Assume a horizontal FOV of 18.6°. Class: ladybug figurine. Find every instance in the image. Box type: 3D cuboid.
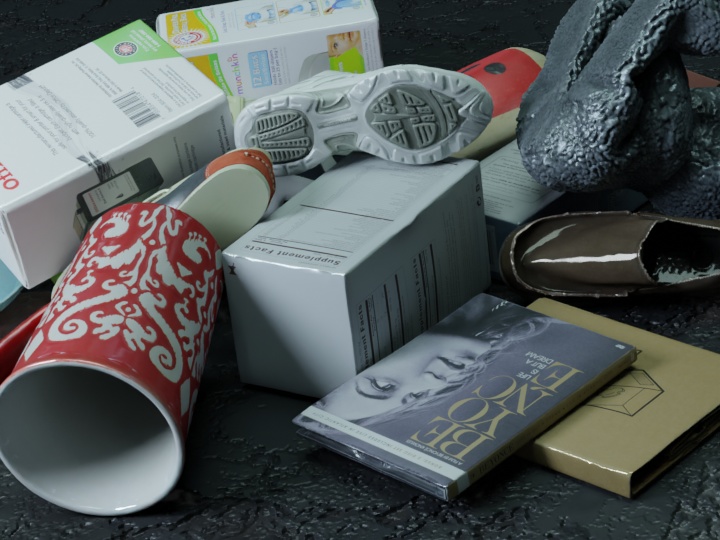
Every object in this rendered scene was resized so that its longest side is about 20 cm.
[{"bbox_3d":[0.095,-0.134,1.882,0.199,0.072,0.135,-30,11,-29],"label":"ladybug figurine"}]

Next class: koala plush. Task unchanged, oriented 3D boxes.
[{"bbox_3d":[0.237,-0.099,1.684,0.185,0.200,0.177,-58,21,-13],"label":"koala plush"}]

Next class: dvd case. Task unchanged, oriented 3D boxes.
[{"bbox_3d":[0.073,0.082,1.523,0.148,0.016,0.199,20,41,42],"label":"dvd case"}]

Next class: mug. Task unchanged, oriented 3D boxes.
[{"bbox_3d":[-0.185,0.048,1.524,0.176,0.134,0.201,12,38,3],"label":"mug"}]

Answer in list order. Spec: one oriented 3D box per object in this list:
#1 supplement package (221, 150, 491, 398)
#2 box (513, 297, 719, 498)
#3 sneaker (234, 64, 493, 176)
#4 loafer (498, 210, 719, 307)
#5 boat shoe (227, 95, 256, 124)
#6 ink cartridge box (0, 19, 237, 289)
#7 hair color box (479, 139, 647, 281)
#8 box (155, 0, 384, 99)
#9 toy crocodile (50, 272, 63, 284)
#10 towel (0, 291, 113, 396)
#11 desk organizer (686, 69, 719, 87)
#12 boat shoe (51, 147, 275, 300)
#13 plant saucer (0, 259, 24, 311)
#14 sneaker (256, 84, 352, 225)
[{"bbox_3d":[0.000,0.000,1.641,0.113,0.110,0.200,10,31,31],"label":"supplement package"},{"bbox_3d":[0.156,0.085,1.536,0.199,0.021,0.163,18,37,39],"label":"box"},{"bbox_3d":[0.005,-0.128,1.690,0.198,0.079,0.100,-3,22,11],"label":"sneaker"},{"bbox_3d":[0.201,-0.017,1.638,0.198,0.074,0.071,-4,-11,7],"label":"loafer"},{"bbox_3d":[-0.082,-0.094,1.883,0.066,0.075,0.201,-2,34,-6],"label":"boat shoe"},{"bbox_3d":[-0.214,-0.093,1.702,0.199,0.084,0.145,-29,44,-20],"label":"ink cartridge box"},{"bbox_3d":[0.151,-0.063,1.780,0.098,0.061,0.200,17,36,38],"label":"hair color box"},{"bbox_3d":[-0.080,-0.182,2.010,0.198,0.113,0.102,-9,28,-3],"label":"box"},{"bbox_3d":[-0.191,-0.026,1.780,0.067,0.062,0.200,4,8,18],"label":"toy crocodile"},{"bbox_3d":[-0.264,0.067,1.667,0.189,0.032,0.200,-6,26,4],"label":"towel"},{"bbox_3d":[0.276,-0.118,1.845,0.077,0.072,0.199,-21,30,-30],"label":"desk organizer"},{"bbox_3d":[-0.146,-0.024,1.646,0.199,0.071,0.063,-35,19,16],"label":"boat shoe"},{"bbox_3d":[-0.339,-0.002,1.710,0.198,0.036,0.201,-4,41,4],"label":"plant saucer"},{"bbox_3d":[-0.051,-0.036,1.760,0.129,0.080,0.200,31,65,-2],"label":"sneaker"}]
